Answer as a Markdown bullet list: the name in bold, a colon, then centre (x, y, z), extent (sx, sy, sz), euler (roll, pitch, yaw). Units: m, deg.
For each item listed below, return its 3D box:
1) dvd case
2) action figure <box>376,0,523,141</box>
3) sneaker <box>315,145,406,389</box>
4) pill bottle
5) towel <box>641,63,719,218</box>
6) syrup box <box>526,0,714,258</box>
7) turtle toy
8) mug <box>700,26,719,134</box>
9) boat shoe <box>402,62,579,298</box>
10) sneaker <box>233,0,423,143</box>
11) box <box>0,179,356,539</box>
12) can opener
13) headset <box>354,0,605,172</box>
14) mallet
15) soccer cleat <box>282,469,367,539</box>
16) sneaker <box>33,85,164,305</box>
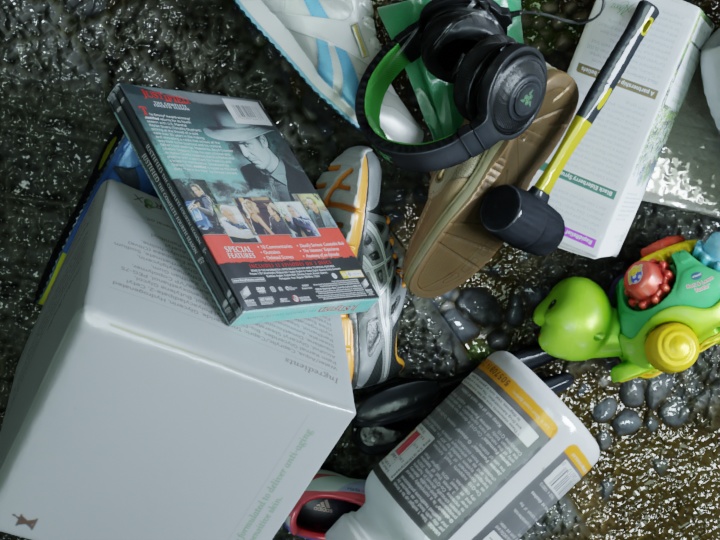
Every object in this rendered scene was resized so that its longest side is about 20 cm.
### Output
- **dvd case**: centre (-0.082, -0.051, 0.770), extent (0.022, 0.146, 0.201), euler (-44, 67, 32)
- **action figure**: centre (0.090, -0.127, 0.852), extent (0.117, 0.055, 0.201), euler (-15, 107, -3)
- **sneaker**: centre (0.000, 0.000, 0.864), extent (0.077, 0.078, 0.201), euler (0, 98, -30)
- **pill bottle**: centre (0.075, 0.167, 0.812), extent (0.200, 0.116, 0.116), euler (-43, 100, -2)
- **towel**: centre (0.309, -0.109, 0.884), extent (0.199, 0.034, 0.133), euler (12, 97, -5)
- **syrup box**: centre (0.195, -0.114, 0.829), extent (0.081, 0.079, 0.201), euler (26, 104, 23)
- **turtle toy**: centre (0.240, 0.031, 0.859), extent (0.199, 0.146, 0.102), euler (-21, 81, 0)
- **mug**: centre (0.358, -0.138, 0.804), extent (0.176, 0.147, 0.200), euler (49, 62, -9)
- **boat shoe**: centre (0.089, -0.071, 0.816), extent (0.071, 0.064, 0.201), euler (22, 105, -48)
- **sneaker**: centre (-0.014, -0.173, 0.825), extent (0.081, 0.077, 0.200), euler (-43, 102, 3)
- **box**: centre (-0.137, 0.085, 0.768), extent (0.199, 0.172, 0.199), euler (22, 118, -20)
- **can opener**: centre (0.085, 0.109, 0.890), extent (0.199, 0.079, 0.064), euler (-12, 93, -12)
- **headset**: centre (0.081, -0.156, 0.743), extent (0.199, 0.124, 0.094), euler (-33, 140, 7)
- **mallet**: centre (0.165, -0.100, 0.784), extent (0.066, 0.041, 0.200), euler (33, 93, -46)
- **soccer cleat**: centre (0.029, 0.208, 0.895), extent (0.199, 0.073, 0.069), euler (6, 98, -6)
- **sneaker**: centre (-0.184, -0.046, 0.843), extent (0.078, 0.066, 0.201), euler (24, 98, -19)
